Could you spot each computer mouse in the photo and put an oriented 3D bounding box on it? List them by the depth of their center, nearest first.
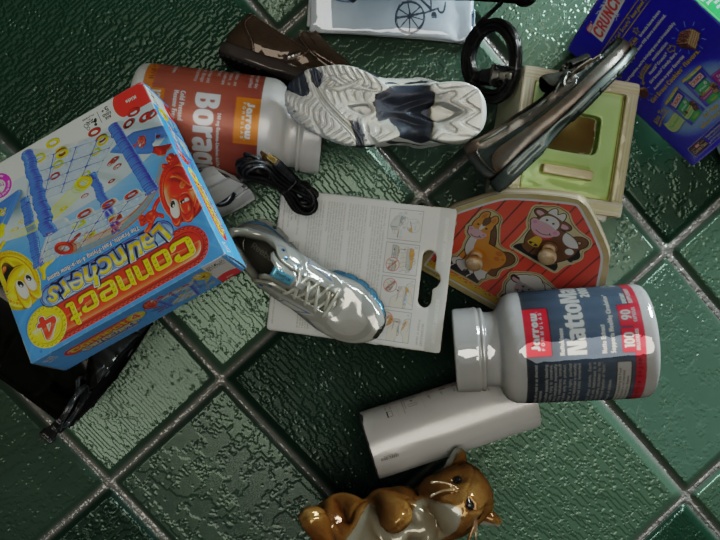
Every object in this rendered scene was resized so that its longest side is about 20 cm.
[{"bbox_3d":[-0.154,-0.078,0.782,0.200,0.110,0.044,-7,68,27],"label":"computer mouse"}]

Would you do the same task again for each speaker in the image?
[{"bbox_3d":[0.103,0.172,0.843,0.200,0.081,0.081,-17,95,-4],"label":"speaker"}]

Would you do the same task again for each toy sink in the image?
[{"bbox_3d":[0.218,-0.112,0.817,0.130,0.112,0.200,9,93,-4],"label":"toy sink"}]

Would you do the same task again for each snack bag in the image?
[{"bbox_3d":[0.042,-0.361,0.835,0.200,0.021,0.189,2,94,-7],"label":"snack bag"}]

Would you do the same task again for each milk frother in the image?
[{"bbox_3d":[0.080,-0.281,0.746,0.188,0.181,0.200,-3,89,-10],"label":"milk frother"}]

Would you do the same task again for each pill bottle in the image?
[{"bbox_3d":[0.199,0.080,0.772,0.200,0.120,0.120,-4,94,6],"label":"pill bottle"},{"bbox_3d":[-0.141,-0.157,0.789,0.200,0.112,0.112,5,93,-4],"label":"pill bottle"}]

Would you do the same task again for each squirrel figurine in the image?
[{"bbox_3d":[0.054,0.274,0.801,0.187,0.200,0.142,-32,76,-5],"label":"squirrel figurine"}]

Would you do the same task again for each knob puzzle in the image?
[{"bbox_3d":[0.178,-0.013,0.793,0.220,0.220,0.030,29,49,-5],"label":"knob puzzle"}]

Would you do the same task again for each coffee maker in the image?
[{"bbox_3d":[-0.341,0.054,0.749,0.200,0.192,0.135,34,87,-6],"label":"coffee maker"}]

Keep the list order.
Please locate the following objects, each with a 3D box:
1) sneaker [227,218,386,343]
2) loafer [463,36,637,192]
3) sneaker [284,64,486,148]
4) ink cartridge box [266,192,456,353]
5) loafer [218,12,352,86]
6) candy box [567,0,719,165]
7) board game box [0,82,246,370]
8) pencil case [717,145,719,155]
[{"bbox_3d":[-0.066,0.015,0.767,0.200,0.087,0.075,32,96,9],"label":"sneaker"},{"bbox_3d":[0.189,-0.168,0.729,0.063,0.072,0.200,45,88,4],"label":"loafer"},{"bbox_3d":[0.027,-0.166,0.763,0.199,0.130,0.080,-1,95,4],"label":"sneaker"},{"bbox_3d":[0.000,0.000,0.819,0.200,0.057,0.163,7,92,7],"label":"ink cartridge box"},{"bbox_3d":[-0.054,-0.233,0.810,0.200,0.073,0.071,19,90,-7],"label":"loafer"},{"bbox_3d":[0.340,-0.235,0.766,0.077,0.169,0.200,-41,81,-17],"label":"candy box"},{"bbox_3d":[-0.239,-0.041,0.678,0.200,0.056,0.196,-30,73,2],"label":"board game box"},{"bbox_3d":[0.517,-0.182,0.845,0.200,0.091,0.083,-14,94,-4],"label":"pencil case"}]
